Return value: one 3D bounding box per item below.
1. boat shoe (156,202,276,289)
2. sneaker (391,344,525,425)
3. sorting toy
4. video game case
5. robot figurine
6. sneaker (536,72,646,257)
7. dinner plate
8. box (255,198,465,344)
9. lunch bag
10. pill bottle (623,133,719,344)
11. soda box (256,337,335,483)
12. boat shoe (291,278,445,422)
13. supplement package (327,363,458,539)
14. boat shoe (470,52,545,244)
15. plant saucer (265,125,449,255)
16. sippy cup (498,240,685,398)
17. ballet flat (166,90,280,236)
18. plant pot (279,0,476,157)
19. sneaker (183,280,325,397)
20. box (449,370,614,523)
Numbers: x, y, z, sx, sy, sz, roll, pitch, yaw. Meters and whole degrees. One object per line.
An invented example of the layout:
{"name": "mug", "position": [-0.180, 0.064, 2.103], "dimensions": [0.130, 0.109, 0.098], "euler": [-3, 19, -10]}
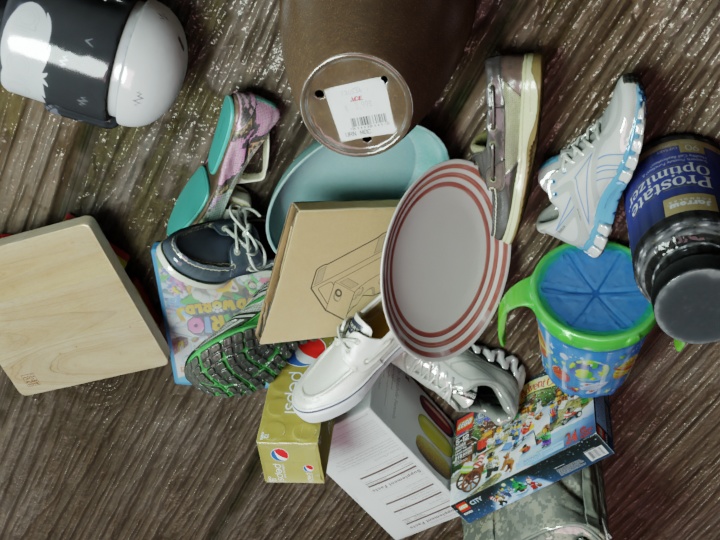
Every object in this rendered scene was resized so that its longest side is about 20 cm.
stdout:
{"name": "boat shoe", "position": [-0.118, -0.025, 1.123], "dimensions": [0.062, 0.076, 0.198], "euler": [-39, 156, 32]}
{"name": "sneaker", "position": [0.097, 0.109, 1.251], "dimensions": [0.197, 0.082, 0.076], "euler": [23, 129, -9]}
{"name": "sorting toy", "position": [-0.336, 0.029, 1.251], "dimensions": [0.197, 0.070, 0.201], "euler": [-12, 125, 17]}
{"name": "video game case", "position": [-0.158, 0.055, 1.281], "dimensions": [0.140, 0.018, 0.202], "euler": [2, 128, 5]}
{"name": "robot figurine", "position": [-0.258, -0.210, 1.027], "dimensions": [0.197, 0.150, 0.127], "euler": [17, 86, -5]}
{"name": "sneaker", "position": [0.219, -0.102, 1.081], "dimensions": [0.085, 0.075, 0.202], "euler": [14, 128, 3]}
{"name": "dinner plate", "position": [0.083, -0.010, 1.107], "dimensions": [0.024, 0.200, 0.202], "euler": [11, 138, 42]}
{"name": "box", "position": [0.000, 0.000, 1.137], "dimensions": [0.197, 0.021, 0.165], "euler": [-4, 128, -31]}
{"name": "lunch bag", "position": [0.214, 0.275, 1.287], "dimensions": [0.138, 0.202, 0.168], "euler": [27, 127, -15]}
{"name": "pill bottle", "position": [0.307, -0.030, 1.039], "dimensions": [0.110, 0.201, 0.113], "euler": [4, 128, 5]}
{"name": "soda box", "position": [-0.061, 0.134, 1.212], "dimensions": [0.066, 0.202, 0.065], "euler": [-1, 131, 8]}
{"name": "boat shoe", "position": [0.003, 0.071, 1.133], "dimensions": [0.199, 0.071, 0.070], "euler": [-38, 137, -3]}
{"name": "supplement package", "position": [0.032, 0.203, 1.309], "dimensions": [0.109, 0.115, 0.200], "euler": [-28, 121, 26]}
{"name": "boat shoe", "position": [0.140, -0.120, 1.082], "dimensions": [0.064, 0.073, 0.203], "euler": [10, 123, 11]}
{"name": "plant saucer", "position": [-0.007, -0.081, 1.103], "dimensions": [0.197, 0.036, 0.201], "euler": [-19, 145, -14]}
{"name": "sippy cup", "position": [0.243, 0.060, 1.171], "dimensions": [0.177, 0.140, 0.131], "euler": [30, 147, 28]}
{"name": "ballet flat", "position": [-0.135, -0.096, 1.140], "dimensions": [0.070, 0.070, 0.201], "euler": [11, 130, -27]}
{"name": "plant pot", "position": [0.007, -0.190, 0.957], "dimensions": [0.183, 0.201, 0.189], "euler": [3, 128, 4]}
{"name": "sneaker", "position": [-0.102, 0.064, 1.199], "dimensions": [0.198, 0.085, 0.079], "euler": [-31, 123, -12]}
{"name": "box", "position": [0.191, 0.187, 1.261], "dimensions": [0.199, 0.138, 0.038], "euler": [-33, 117, 28]}
